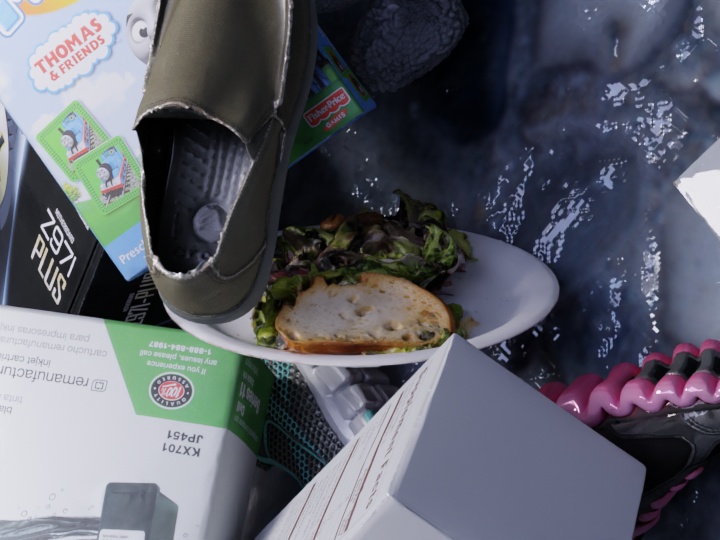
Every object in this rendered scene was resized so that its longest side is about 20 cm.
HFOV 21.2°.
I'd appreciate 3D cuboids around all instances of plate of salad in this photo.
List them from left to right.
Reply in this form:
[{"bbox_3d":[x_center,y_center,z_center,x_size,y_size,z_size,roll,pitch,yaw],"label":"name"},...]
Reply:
[{"bbox_3d":[0.000,0.000,0.969,0.200,0.200,0.048,12,115,34],"label":"plate of salad"}]

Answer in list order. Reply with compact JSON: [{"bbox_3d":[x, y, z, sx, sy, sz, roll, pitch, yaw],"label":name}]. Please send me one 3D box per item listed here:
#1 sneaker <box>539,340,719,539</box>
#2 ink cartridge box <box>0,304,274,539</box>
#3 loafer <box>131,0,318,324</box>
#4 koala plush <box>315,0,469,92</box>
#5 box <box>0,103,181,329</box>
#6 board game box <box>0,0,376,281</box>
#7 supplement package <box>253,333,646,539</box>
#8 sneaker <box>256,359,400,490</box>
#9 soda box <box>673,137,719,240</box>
[{"bbox_3d":[0.129,0.097,0.940,0.200,0.079,0.095,-18,94,30],"label":"sneaker"},{"bbox_3d":[-0.137,0.130,0.975,0.146,0.083,0.200,7,75,10],"label":"ink cartridge box"},{"bbox_3d":[-0.063,-0.077,0.879,0.075,0.070,0.200,1,85,8],"label":"loafer"},{"bbox_3d":[-0.078,-0.166,1.027,0.200,0.184,0.177,-33,62,4],"label":"koala plush"},{"bbox_3d":[-0.168,-0.053,1.111,0.200,0.086,0.164,59,141,27],"label":"box"},{"bbox_3d":[-0.111,-0.119,0.948,0.151,0.037,0.200,-35,91,15],"label":"board game box"},{"bbox_3d":[0.022,0.149,0.892,0.117,0.117,0.200,36,128,-8],"label":"supplement package"},{"bbox_3d":[-0.035,0.067,1.051,0.091,0.078,0.200,-46,59,22],"label":"sneaker"},{"bbox_3d":[0.236,0.012,0.888,0.068,0.063,0.200,-46,60,19],"label":"soda box"}]
